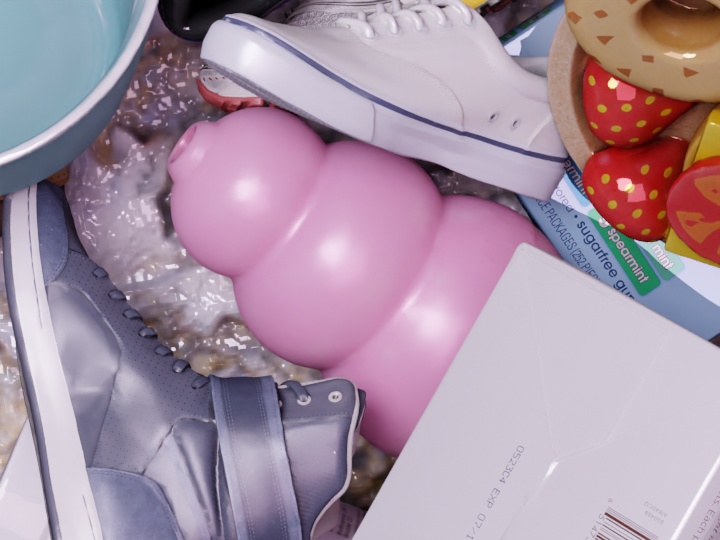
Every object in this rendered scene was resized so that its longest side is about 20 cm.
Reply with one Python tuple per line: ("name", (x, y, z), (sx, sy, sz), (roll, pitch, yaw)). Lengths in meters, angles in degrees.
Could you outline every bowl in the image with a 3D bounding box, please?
("bowl", (-0.174, -0.111, 1.275), (0.200, 0.105, 0.201), (-2, 69, 6))

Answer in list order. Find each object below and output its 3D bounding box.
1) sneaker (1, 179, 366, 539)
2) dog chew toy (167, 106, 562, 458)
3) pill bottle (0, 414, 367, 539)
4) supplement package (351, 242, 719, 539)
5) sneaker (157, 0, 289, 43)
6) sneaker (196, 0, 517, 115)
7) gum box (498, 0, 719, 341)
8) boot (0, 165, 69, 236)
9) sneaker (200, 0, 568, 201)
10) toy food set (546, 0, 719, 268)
("sneaker", (-0.077, 0.043, 1.287), (0.146, 0.077, 0.203), (-12, 70, -6))
("dog chew toy", (0.000, 0.000, 1.323), (0.200, 0.125, 0.125), (34, 95, -16))
("pill bottle", (-0.075, 0.139, 1.354), (0.200, 0.113, 0.114), (23, 96, -5))
("supplement package", (0.122, 0.126, 1.273), (0.200, 0.147, 0.191), (28, 92, -50))
("sneaker", (-0.007, -0.169, 1.254), (0.076, 0.088, 0.200), (42, 102, -12))
("sneaker", (0.011, -0.135, 1.346), (0.200, 0.078, 0.082), (-32, 89, -4))
("gum box", (0.166, -0.073, 1.369), (0.200, 0.045, 0.170), (-33, 98, 1))
("boot", (-0.217, 0.034, 1.369), (0.200, 0.072, 0.167), (-15, 112, -5))
("sneaker", (0.017, -0.088, 1.273), (0.200, 0.073, 0.071), (16, 96, -43))
("toy food set", (0.173, -0.064, 1.242), (0.198, 0.049, 0.200), (18, 137, 6))
